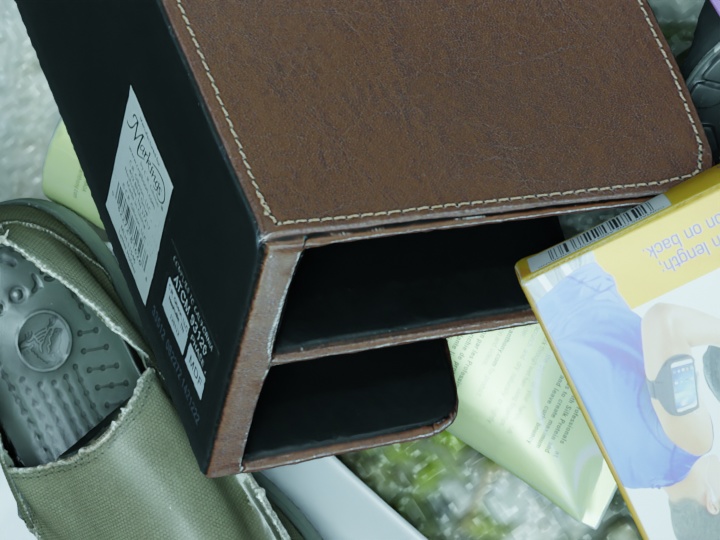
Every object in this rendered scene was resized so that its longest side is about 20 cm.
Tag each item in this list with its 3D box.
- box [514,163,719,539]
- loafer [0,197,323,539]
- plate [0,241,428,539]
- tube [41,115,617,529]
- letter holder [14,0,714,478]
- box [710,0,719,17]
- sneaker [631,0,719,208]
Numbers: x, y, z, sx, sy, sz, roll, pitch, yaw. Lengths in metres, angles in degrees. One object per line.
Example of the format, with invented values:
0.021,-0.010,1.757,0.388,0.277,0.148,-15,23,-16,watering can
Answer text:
0.135,0.063,0.764,0.119,0.041,0.200,-26,93,4,box
-0.071,0.065,0.868,0.075,0.070,0.200,-39,77,8,loafer
-0.070,0.128,0.914,0.200,0.032,0.200,42,95,15,plate
0.000,0.000,0.903,0.200,0.052,0.058,26,130,12,tube
-0.003,-0.058,0.852,0.142,0.101,0.200,-9,52,-22,letter holder
0.194,-0.041,0.811,0.137,0.039,0.200,-30,108,10,box
0.141,-0.093,0.867,0.076,0.088,0.200,24,112,-19,sneaker
